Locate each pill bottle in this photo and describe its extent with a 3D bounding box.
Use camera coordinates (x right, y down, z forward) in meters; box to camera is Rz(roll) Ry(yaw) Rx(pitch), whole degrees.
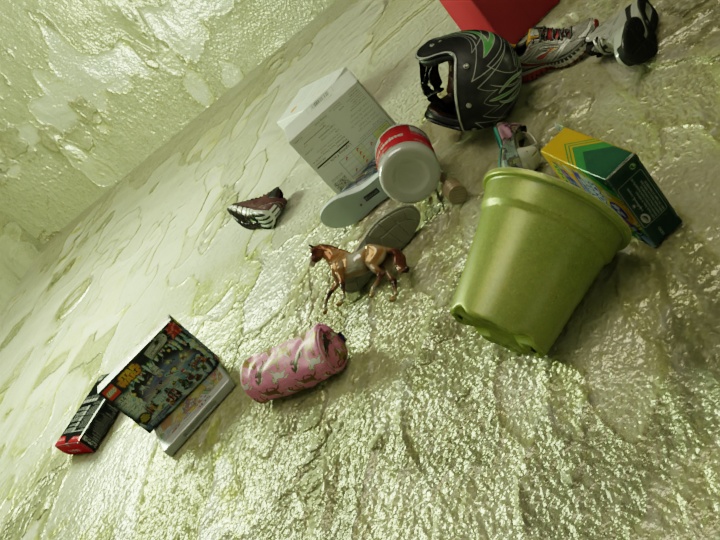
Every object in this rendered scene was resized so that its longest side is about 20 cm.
[{"bbox_3d":[0.085,-0.210,1.487,0.112,0.112,0.200,-38,21,14],"label":"pill bottle"}]

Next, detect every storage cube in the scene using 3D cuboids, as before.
[{"bbox_3d":[0.296,-0.609,1.740,0.171,0.180,0.200,-45,27,-1],"label":"storage cube"}]

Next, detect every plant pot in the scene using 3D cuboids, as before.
[{"bbox_3d":[0.209,0.001,0.995,0.200,0.200,0.185,12,72,60],"label":"plant pot"}]

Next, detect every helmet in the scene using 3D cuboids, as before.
[{"bbox_3d":[0.211,-0.358,1.489,0.190,0.200,0.200,22,68,40],"label":"helmet"}]

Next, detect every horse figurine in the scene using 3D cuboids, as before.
[{"bbox_3d":[0.000,0.000,1.365,0.199,0.050,0.133,-13,55,23],"label":"horse figurine"}]

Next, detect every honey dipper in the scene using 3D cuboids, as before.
[{"bbox_3d":[0.153,-0.169,1.472,0.038,0.038,0.200,-41,23,7],"label":"honey dipper"}]

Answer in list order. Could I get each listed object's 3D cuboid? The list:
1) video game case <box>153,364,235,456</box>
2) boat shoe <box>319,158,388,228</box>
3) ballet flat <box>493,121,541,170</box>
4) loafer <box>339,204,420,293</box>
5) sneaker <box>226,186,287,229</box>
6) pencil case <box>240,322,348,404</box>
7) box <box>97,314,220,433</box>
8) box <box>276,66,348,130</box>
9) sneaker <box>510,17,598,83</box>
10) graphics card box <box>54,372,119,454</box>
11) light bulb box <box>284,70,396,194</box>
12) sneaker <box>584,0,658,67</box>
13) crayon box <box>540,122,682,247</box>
[{"bbox_3d":[-0.343,0.258,1.576,0.182,0.023,0.200,-48,26,-7],"label":"video game case"},{"bbox_3d":[0.003,-0.164,1.648,0.200,0.071,0.091,-31,27,13],"label":"boat shoe"},{"bbox_3d":[0.264,-0.195,1.324,0.071,0.069,0.200,-13,35,16],"label":"ballet flat"},{"bbox_3d":[0.025,-0.047,1.442,0.200,0.072,0.063,-47,19,1],"label":"loafer"},{"bbox_3d":[-0.251,-0.165,2.019,0.200,0.076,0.116,14,56,48],"label":"sneaker"},{"bbox_3d":[-0.115,0.158,1.326,0.200,0.083,0.087,-28,31,33],"label":"pencil case"},{"bbox_3d":[-0.394,0.204,1.548,0.200,0.137,0.040,-46,24,-2],"label":"box"},{"bbox_3d":[-0.104,-0.441,2.153,0.200,0.106,0.153,-11,42,48],"label":"box"},{"bbox_3d":[0.357,-0.425,1.495,0.200,0.082,0.078,-19,36,40],"label":"sneaker"},{"bbox_3d":[-0.610,0.328,1.827,0.125,0.051,0.200,-18,38,43],"label":"graphics card box"},{"bbox_3d":[-0.025,-0.285,1.706,0.198,0.200,0.125,-40,25,10],"label":"light bulb box"},{"bbox_3d":[0.438,-0.381,1.346,0.115,0.076,0.201,-31,20,43],"label":"sneaker"},{"bbox_3d":[0.320,-0.118,1.049,0.052,0.126,0.200,-43,26,4],"label":"crayon box"}]
